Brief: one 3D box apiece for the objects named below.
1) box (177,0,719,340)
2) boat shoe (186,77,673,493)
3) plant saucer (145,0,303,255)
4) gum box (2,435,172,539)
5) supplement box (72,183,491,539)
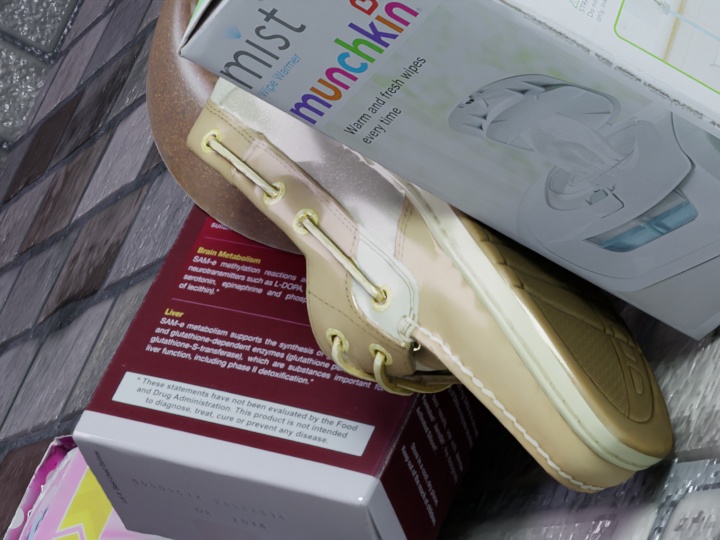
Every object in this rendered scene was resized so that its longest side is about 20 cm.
[{"bbox_3d":[0.069,-0.115,0.844,0.097,0.176,0.200,-45,22,54],"label":"box"},{"bbox_3d":[0.016,0.002,0.878,0.066,0.074,0.200,-48,51,13],"label":"boat shoe"},{"bbox_3d":[0.019,-0.092,0.988,0.035,0.200,0.200,64,-143,-48],"label":"plant saucer"},{"bbox_3d":[-0.096,0.172,1.054,0.200,0.113,0.066,-65,13,-11],"label":"gum box"},{"bbox_3d":[0.000,0.000,0.984,0.200,0.109,0.061,-63,-29,-28],"label":"supplement box"}]
